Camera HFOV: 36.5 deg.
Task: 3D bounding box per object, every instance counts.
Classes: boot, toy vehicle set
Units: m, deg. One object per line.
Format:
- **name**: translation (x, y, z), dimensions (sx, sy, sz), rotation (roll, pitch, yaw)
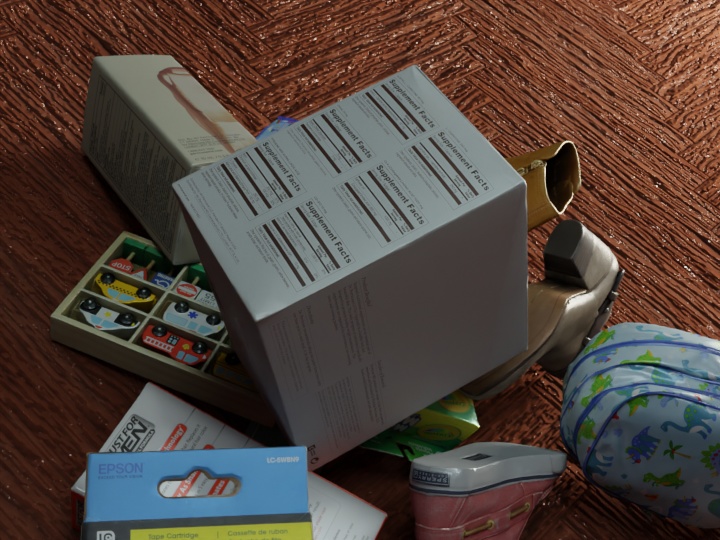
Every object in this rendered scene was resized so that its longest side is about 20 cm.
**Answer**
- **boot**: translation (0.165, 0.056, 0.956), dimensions (0.070, 0.147, 0.201), rotation (28, 73, 35)
- **toy vehicle set**: translation (-0.138, 0.044, 0.907), dimensions (0.197, 0.027, 0.125), rotation (20, 40, 6)
- **boot**: translation (0.137, -0.083, 1.007), dimensions (0.071, 0.143, 0.203), rotation (45, 33, -24)

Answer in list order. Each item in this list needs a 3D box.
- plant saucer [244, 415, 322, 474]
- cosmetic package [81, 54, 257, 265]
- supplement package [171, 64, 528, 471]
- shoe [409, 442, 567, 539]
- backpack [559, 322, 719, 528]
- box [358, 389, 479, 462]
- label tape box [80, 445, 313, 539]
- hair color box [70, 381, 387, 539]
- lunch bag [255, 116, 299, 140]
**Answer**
- **plant saucer**: translation (-0.047, 0.116, 0.892), dimensions (0.069, 0.019, 0.201), rotation (25, 42, 4)
- **cosmetic package**: translation (-0.170, -0.106, 0.986), dimensions (0.086, 0.104, 0.200), rotation (-10, 42, -36)
- **supplement package**: translation (0.000, 0.000, 0.786), dimensions (0.198, 0.193, 0.148), rotation (-27, 52, -13)
- **shoe**: translation (0.099, 0.187, 0.846), dimensions (0.071, 0.093, 0.199), rotation (3, -1, 34)
- **backpack**: translation (0.262, 0.126, 0.898), dimensions (0.198, 0.164, 0.154), rotation (31, 38, 7)
- **box**: translation (0.031, 0.069, 0.920), dimensions (0.116, 0.048, 0.202), rotation (21, 43, -33)
- **label tape box**: translation (-0.098, 0.216, 0.666), dimensions (0.142, 0.063, 0.203), rotation (0, 64, -8)
- **hair color box**: translation (-0.092, 0.175, 0.766), dimensions (0.198, 0.062, 0.102), rotation (28, 52, 7)
- **lunch bag**: translation (-0.037, -0.084, 1.069), dimensions (0.197, 0.095, 0.151), rotation (16, 38, 10)
